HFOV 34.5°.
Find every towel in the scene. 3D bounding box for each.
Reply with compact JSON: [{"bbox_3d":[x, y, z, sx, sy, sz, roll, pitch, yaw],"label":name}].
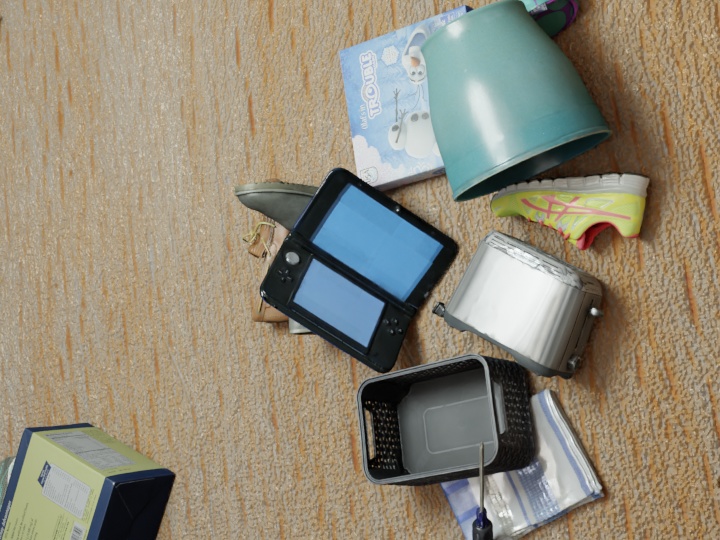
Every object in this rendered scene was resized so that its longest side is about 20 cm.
[{"bbox_3d":[0.189,0.253,1.441,0.200,0.024,0.147,-34,69,26],"label":"towel"}]

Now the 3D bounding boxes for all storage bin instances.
[{"bbox_3d":[0.104,0.189,1.442,0.200,0.094,0.136,-17,71,35],"label":"storage bin"}]

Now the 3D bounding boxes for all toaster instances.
[{"bbox_3d":[0.194,0.037,1.402,0.200,0.114,0.129,29,98,32],"label":"toaster"}]

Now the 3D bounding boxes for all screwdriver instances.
[{"bbox_3d":[0.142,0.271,1.377,0.029,0.028,0.201,48,152,51],"label":"screwdriver"}]

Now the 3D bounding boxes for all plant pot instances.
[{"bbox_3d":[0.166,-0.206,1.366,0.200,0.200,0.188,-26,84,28],"label":"plant pot"}]

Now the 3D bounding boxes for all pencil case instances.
[{"bbox_3d":[0.191,-0.386,1.447,0.092,0.085,0.200,-25,72,3],"label":"pencil case"}]

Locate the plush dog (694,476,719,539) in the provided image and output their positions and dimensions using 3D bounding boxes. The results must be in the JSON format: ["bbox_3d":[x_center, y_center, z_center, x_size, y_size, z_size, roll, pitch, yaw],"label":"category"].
[{"bbox_3d":[0.432,0.280,1.186,0.160,0.200,0.172,-1,73,46],"label":"plush dog"}]

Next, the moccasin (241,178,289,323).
[{"bbox_3d":[-0.128,-0.028,1.624,0.077,0.074,0.202,1,95,-5],"label":"moccasin"}]

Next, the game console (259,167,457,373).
[{"bbox_3d":[0.000,0.000,1.472,0.200,0.171,0.118,32,133,-8],"label":"game console"}]

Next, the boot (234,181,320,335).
[{"bbox_3d":[-0.088,-0.014,1.557,0.073,0.181,0.201,180,95,-66],"label":"boot"}]

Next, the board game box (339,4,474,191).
[{"bbox_3d":[0.076,-0.222,1.532,0.199,0.043,0.201,-15,79,31],"label":"board game box"}]

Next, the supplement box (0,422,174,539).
[{"bbox_3d":[-0.419,0.360,1.746,0.199,0.134,0.201,23,99,31],"label":"supplement box"}]

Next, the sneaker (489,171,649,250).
[{"bbox_3d":[0.248,-0.068,1.397,0.199,0.078,0.091,-2,92,34],"label":"sneaker"}]

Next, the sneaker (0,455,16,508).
[{"bbox_3d":[-0.558,0.393,1.879,0.091,0.077,0.201,-1,82,47],"label":"sneaker"}]
